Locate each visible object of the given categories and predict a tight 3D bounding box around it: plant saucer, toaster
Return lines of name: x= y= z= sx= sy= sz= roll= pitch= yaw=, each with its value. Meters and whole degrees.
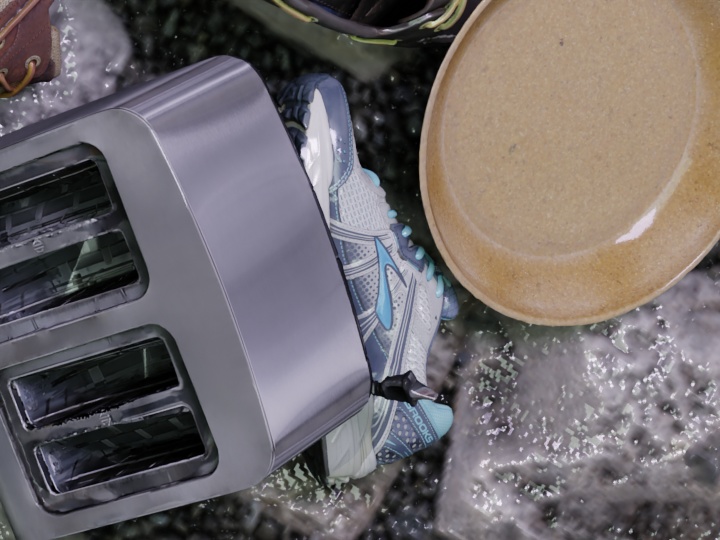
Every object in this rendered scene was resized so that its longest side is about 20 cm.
plant saucer: x=0.110 y=-0.072 z=1.015 sx=0.198 sy=0.035 sz=0.202 roll=-10 pitch=114 yaw=-24
toaster: x=-0.099 y=0.014 z=0.937 sx=0.199 sy=0.119 sz=0.182 roll=-16 pitch=99 yaw=28

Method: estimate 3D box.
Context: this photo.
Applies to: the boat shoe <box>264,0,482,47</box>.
boat shoe: x=0.013 y=-0.136 z=0.965 sx=0.200 sy=0.061 sz=0.072 roll=6 pitch=114 yaw=-42

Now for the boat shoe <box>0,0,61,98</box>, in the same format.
boat shoe: x=-0.170 y=-0.112 z=0.976 sx=0.072 sy=0.072 sz=0.201 roll=37 pitch=73 yaw=-21

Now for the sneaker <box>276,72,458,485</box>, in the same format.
sneaker: x=0.000 y=0.000 z=1.021 sx=0.086 sy=0.078 sz=0.202 roll=-11 pitch=103 yaw=-19
